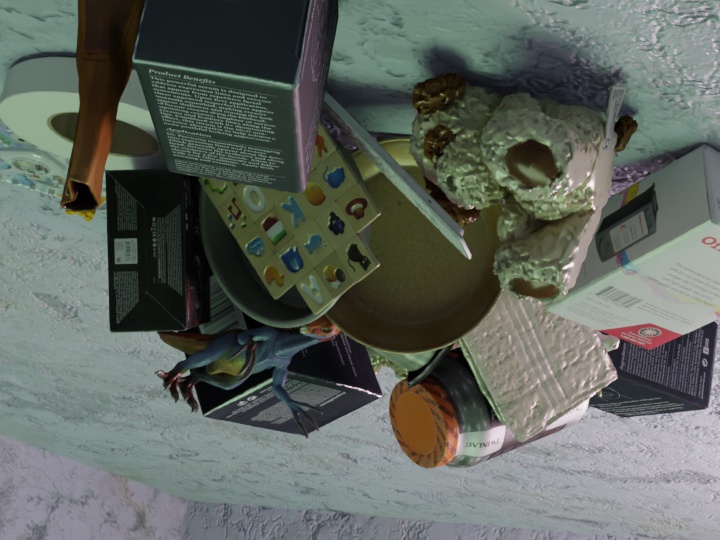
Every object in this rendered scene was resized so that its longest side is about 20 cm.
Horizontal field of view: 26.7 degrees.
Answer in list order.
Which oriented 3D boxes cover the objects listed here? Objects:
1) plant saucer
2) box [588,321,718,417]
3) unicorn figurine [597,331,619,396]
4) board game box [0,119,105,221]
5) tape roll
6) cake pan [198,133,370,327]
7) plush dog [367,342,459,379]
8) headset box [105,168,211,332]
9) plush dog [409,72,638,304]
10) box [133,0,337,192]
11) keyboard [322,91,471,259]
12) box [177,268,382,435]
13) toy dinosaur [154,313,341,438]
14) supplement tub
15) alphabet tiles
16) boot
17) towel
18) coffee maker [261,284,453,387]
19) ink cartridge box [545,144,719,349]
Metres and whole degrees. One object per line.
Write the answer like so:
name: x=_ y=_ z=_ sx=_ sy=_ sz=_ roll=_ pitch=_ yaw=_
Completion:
plant saucer: x=0.043 y=-0.024 z=1.407 sx=0.199 sy=0.201 sz=0.035 roll=7 pitch=-174 yaw=12
box: x=0.286 y=0.091 z=1.750 sx=0.199 sy=0.108 sz=0.148 roll=19 pitch=162 yaw=-30
unicorn figurine: x=0.241 y=0.020 z=1.544 sx=0.137 sy=0.074 sz=0.200 roll=-31 pitch=124 yaw=27
board game box: x=-0.352 y=-0.111 z=1.618 sx=0.199 sy=0.026 sz=0.200 roll=17 pitch=163 yaw=-20
tape roll: x=-0.237 y=-0.142 z=1.424 sx=0.202 sy=0.037 sz=0.203 roll=9 pitch=164 yaw=2
cake pan: x=-0.067 y=-0.049 z=1.392 sx=0.200 sy=0.201 sz=0.037 roll=-4 pitch=-176 yaw=40
plush dog: x=0.095 y=0.100 z=1.880 sx=0.200 sy=0.161 sz=0.172 roll=35 pitch=-169 yaw=28
headset box: x=-0.191 y=-0.019 z=1.463 sx=0.077 sy=0.150 sz=0.200 roll=-1 pitch=180 yaw=3
plush dog: x=0.119 y=-0.097 z=1.242 sx=0.171 sy=0.161 sz=0.200 roll=21 pitch=146 yaw=25
box: x=-0.079 y=-0.162 z=1.046 sx=0.107 sy=0.149 sz=0.200 roll=9 pitch=163 yaw=2
keyboard: x=0.024 y=-0.086 z=1.291 sx=0.200 sy=0.011 sz=0.056 roll=47 pitch=171 yaw=22
box: x=-0.097 y=0.060 z=1.633 sx=0.117 sy=0.197 sz=0.200 roll=-30 pitch=155 yaw=23
toy dinosaur: x=-0.108 y=0.069 z=1.469 sx=0.181 sy=0.200 sz=0.105 roll=-31 pitch=143 yaw=4
supplement tub: x=0.136 y=0.135 z=1.606 sx=0.199 sy=0.123 sz=0.122 roll=-17 pitch=-179 yaw=-34
alphabet tiles: x=-0.066 y=-0.066 z=1.329 sx=0.006 sy=0.200 sz=0.166 roll=-27 pitch=172 yaw=-46
boot: x=-0.187 y=-0.156 z=1.065 sx=0.068 sy=0.201 sz=0.188 roll=14 pitch=163 yaw=-13
towel: x=0.169 y=0.069 z=1.490 sx=0.034 sy=0.132 sz=0.200 roll=48 pitch=168 yaw=54
coffee maker: x=0.000 y=0.000 z=1.542 sx=0.200 sy=0.135 sz=0.192 roll=30 pitch=-168 yaw=-13
ink cartridge box: x=0.283 y=-0.014 z=1.366 sx=0.147 sy=0.086 sz=0.200 roll=22 pitch=143 yaw=-33
